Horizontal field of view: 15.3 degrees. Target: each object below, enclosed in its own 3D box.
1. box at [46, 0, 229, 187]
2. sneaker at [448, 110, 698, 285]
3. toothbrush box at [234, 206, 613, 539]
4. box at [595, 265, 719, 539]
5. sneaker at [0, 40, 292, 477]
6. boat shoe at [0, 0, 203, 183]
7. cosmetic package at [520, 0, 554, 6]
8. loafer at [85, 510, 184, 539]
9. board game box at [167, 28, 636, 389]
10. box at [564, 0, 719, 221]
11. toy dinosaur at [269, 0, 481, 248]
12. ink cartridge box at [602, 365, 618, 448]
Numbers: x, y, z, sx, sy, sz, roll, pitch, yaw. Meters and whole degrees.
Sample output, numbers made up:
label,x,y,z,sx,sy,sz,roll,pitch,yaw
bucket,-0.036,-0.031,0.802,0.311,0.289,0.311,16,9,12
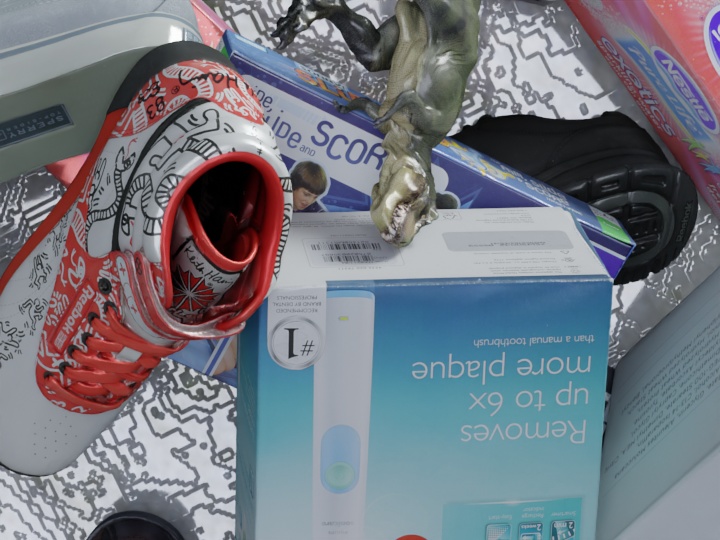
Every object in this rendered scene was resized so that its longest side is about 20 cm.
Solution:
label,x,y,z,sx,sy,sz,roll,pitch,yaw
box,-0.129,-0.107,1.205,0.200,0.095,0.103,45,91,-2
sneaker,0.048,-0.029,1.221,0.199,0.091,0.076,-5,124,-9
toothbrush box,0.022,0.081,1.124,0.145,0.085,0.201,0,113,-8
box,0.232,0.081,1.144,0.198,0.131,0.200,31,133,-13
sneaker,-0.093,0.015,1.063,0.067,0.108,0.202,20,108,-27
boat shoe,-0.162,-0.080,1.121,0.200,0.070,0.072,-14,50,4
cosmetic package,0.000,-0.183,1.236,0.199,0.051,0.083,13,93,-2
loafer,-0.123,0.208,1.201,0.071,0.063,0.201,13,91,-1
board game box,0.000,0.000,1.154,0.199,0.034,0.136,26,105,-17
box,0.169,-0.111,1.192,0.102,0.095,0.200,-39,104,-10
toy dinosaur,0.020,-0.109,1.102,0.088,0.047,0.201,28,73,-21
ink cartridge box,0.054,0.125,1.230,0.199,0.043,0.199,24,78,-2
